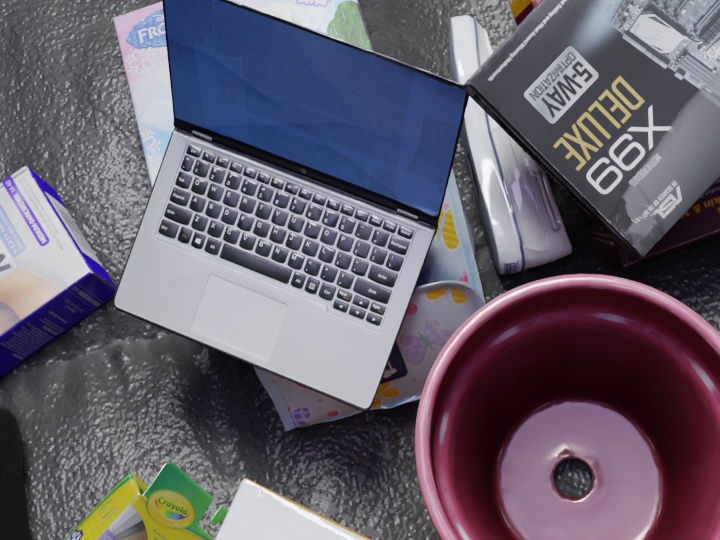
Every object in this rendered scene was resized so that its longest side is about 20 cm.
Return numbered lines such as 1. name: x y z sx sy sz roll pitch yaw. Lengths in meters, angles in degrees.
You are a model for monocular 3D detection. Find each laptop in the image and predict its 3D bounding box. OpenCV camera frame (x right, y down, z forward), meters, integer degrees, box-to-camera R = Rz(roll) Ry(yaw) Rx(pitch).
1. laptop: -0.053 -0.037 0.662 0.186 0.116 0.202 21 93 8

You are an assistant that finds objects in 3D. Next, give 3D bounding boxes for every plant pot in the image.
1. plant pot: 0.139 0.123 0.689 0.198 0.179 0.202 -3 72 9

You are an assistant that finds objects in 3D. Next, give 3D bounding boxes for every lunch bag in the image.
1. lunch bag: 0.000 0.000 0.773 0.168 0.127 0.202 -12 98 6

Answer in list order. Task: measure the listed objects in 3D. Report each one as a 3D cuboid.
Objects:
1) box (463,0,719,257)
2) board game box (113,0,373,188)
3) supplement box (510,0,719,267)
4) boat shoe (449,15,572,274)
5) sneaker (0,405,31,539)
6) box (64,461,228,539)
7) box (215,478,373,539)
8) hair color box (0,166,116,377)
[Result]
1. box: 0.187 -0.134 0.699 0.158 0.050 0.200 44 93 -4
2. board game box: -0.081 -0.140 0.879 0.198 0.041 0.201 -18 71 3
3. supplement box: 0.192 -0.116 0.769 0.109 0.086 0.202 -20 94 1
4. boat shoe: 0.111 -0.098 0.827 0.065 0.074 0.202 -12 81 1
5. sneaker: -0.298 0.204 0.797 0.107 0.067 0.204 -11 77 17
6. box: -0.164 0.228 0.742 0.200 0.048 0.117 -45 114 -6
7. box: -0.016 0.208 0.676 0.123 0.200 0.098 22 77 14
8. hair color box: -0.302 0.026 0.852 0.199 0.065 0.110 -37 71 -2
